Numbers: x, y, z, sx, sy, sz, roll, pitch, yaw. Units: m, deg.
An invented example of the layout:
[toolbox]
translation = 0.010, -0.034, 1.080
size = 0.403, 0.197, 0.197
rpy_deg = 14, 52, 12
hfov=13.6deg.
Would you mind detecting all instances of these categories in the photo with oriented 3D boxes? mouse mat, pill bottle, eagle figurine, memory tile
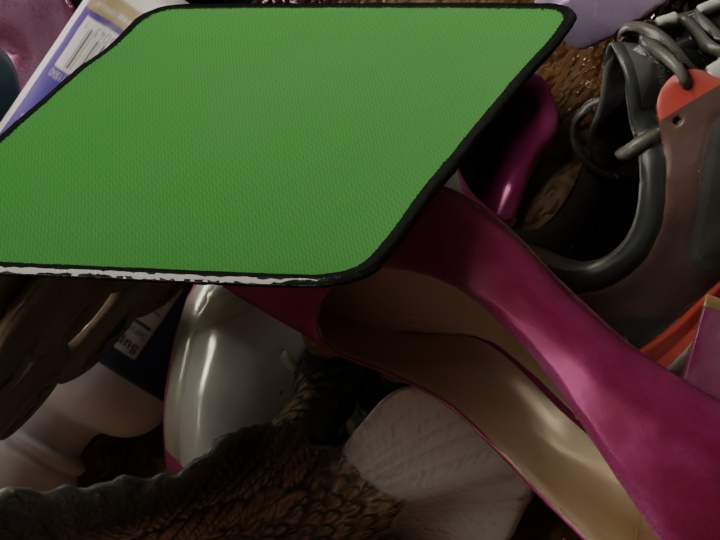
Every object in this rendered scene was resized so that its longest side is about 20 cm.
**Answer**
[mouse mat]
translation = -0.036, -0.042, 0.917
size = 0.160, 0.008, 0.200
rpy_deg = 2, 27, 24
[pill bottle]
translation = -0.104, -0.005, 1.167
size = 0.200, 0.120, 0.120
rpy_deg = -55, 28, 0
[eagle figurine]
translation = -0.053, 0.092, 0.962
size = 0.200, 0.152, 0.151
rpy_deg = -47, -13, -24
[memory tile]
translation = -0.082, 0.000, 0.998
size = 0.200, 0.017, 0.153
rpy_deg = -43, -9, -48

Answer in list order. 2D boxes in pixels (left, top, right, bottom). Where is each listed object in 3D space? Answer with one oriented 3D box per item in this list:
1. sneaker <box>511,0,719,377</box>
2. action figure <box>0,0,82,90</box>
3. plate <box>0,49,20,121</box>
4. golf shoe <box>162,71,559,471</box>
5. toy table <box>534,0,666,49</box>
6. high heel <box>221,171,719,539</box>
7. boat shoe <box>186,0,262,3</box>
[sneaker]
translation = 0.119, -0.055, 0.924
size = 0.200, 0.082, 0.077
rpy_deg = -53, 28, 2
[action figure]
translation = -0.177, -0.046, 1.378
size = 0.149, 0.134, 0.201
rpy_deg = 24, 76, 34
[plate]
translation = -0.184, 0.003, 1.251
size = 0.200, 0.025, 0.201
rpy_deg = 15, -90, -83
[golf shoe]
translation = 0.000, 0.000, 1.057
size = 0.091, 0.075, 0.201
rpy_deg = 6, 64, 55
[toy table]
translation = 0.079, -0.158, 0.998
size = 0.184, 0.117, 0.200
rpy_deg = -47, 8, -19
[high heel]
translation = 0.031, 0.037, 0.875
size = 0.067, 0.199, 0.096
rpy_deg = 100, -168, -53
[boat shoe]
translation = -0.096, -0.057, 1.265
size = 0.068, 0.073, 0.200
rpy_deg = 23, 82, 51
